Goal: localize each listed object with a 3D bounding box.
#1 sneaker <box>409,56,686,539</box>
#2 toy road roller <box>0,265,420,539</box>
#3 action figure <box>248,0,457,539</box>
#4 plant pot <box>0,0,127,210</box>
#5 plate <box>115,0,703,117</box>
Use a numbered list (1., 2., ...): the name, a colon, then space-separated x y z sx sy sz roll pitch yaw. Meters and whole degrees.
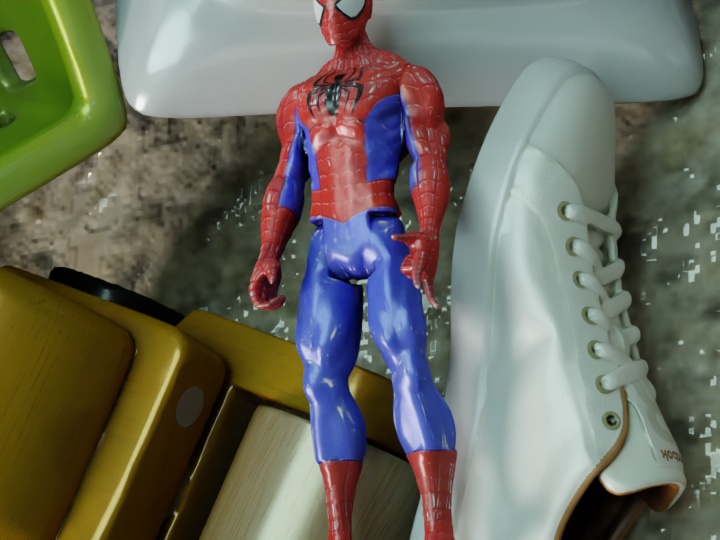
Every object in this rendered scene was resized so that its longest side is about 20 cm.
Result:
1. sneaker: 0.074 0.032 0.948 0.085 0.073 0.200 7 86 30
2. toy road roller: -0.087 0.064 0.981 0.200 0.146 0.123 18 82 35
3. action figure: 0.000 0.000 0.927 0.065 0.052 0.200 -10 74 26
4. plant pot: -0.227 -0.097 0.985 0.200 0.199 0.181 -29 19 -26
5. plate: 0.011 -0.149 1.008 0.200 0.032 0.200 -2 66 -9
